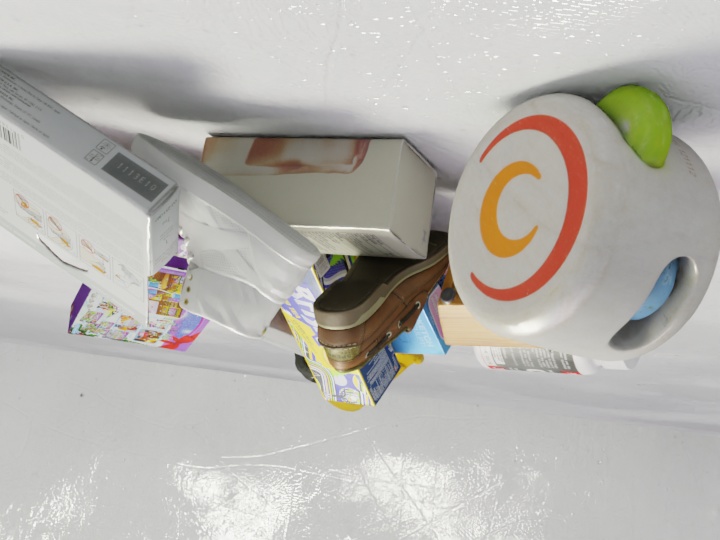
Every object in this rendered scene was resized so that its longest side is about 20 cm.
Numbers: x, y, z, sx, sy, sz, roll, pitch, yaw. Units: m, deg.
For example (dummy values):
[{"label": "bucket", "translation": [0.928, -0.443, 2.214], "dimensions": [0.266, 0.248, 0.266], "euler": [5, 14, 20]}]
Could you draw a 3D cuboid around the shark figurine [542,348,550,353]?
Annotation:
[{"label": "shark figurine", "translation": [0.154, 0.003, 1.289], "dimensions": [0.089, 0.129, 0.215], "euler": [-14, -164, 0]}]

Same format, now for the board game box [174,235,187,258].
[{"label": "board game box", "translation": [-0.203, -0.063, 1.165], "dimensions": [0.199, 0.120, 0.032], "euler": [12, 130, -22]}]

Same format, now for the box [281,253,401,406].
[{"label": "box", "translation": [-0.030, 0.046, 1.202], "dimensions": [0.070, 0.064, 0.201], "euler": [4, 131, 34]}]

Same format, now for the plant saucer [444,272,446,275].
[{"label": "plant saucer", "translation": [0.028, -0.014, 1.380], "dimensions": [0.200, 0.051, 0.201], "euler": [7, 168, 2]}]

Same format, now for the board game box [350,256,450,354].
[{"label": "board game box", "translation": [0.000, 0.000, 1.218], "dimensions": [0.153, 0.040, 0.200], "euler": [-1, 129, 38]}]

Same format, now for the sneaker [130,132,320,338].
[{"label": "sneaker", "translation": [-0.143, -0.025, 1.013], "dimensions": [0.200, 0.116, 0.074], "euler": [37, -166, 16]}]

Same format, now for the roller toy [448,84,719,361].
[{"label": "roller toy", "translation": [0.167, -0.028, 0.874], "dimensions": [0.139, 0.183, 0.200], "euler": [14, 167, -32]}]

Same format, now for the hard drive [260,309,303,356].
[{"label": "hard drive", "translation": [-0.072, 0.057, 1.341], "dimensions": [0.200, 0.027, 0.132], "euler": [25, -161, -41]}]

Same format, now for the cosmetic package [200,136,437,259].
[{"label": "cosmetic package", "translation": [-0.042, -0.067, 1.070], "dimensions": [0.199, 0.088, 0.103], "euler": [4, 167, 22]}]

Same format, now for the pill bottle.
[{"label": "pill bottle", "translation": [0.254, 0.075, 1.503], "dimensions": [0.199, 0.114, 0.114], "euler": [1, 167, 31]}]

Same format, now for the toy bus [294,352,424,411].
[{"label": "toy bus", "translation": [0.001, 0.055, 1.532], "dimensions": [0.192, 0.200, 0.136], "euler": [-34, 155, 15]}]

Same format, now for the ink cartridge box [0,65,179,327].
[{"label": "ink cartridge box", "translation": [-0.244, -0.060, 0.995], "dimensions": [0.200, 0.044, 0.174], "euler": [33, 148, 12]}]

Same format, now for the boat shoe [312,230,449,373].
[{"label": "boat shoe", "translation": [0.023, 0.025, 1.084], "dimensions": [0.072, 0.068, 0.200], "euler": [9, -150, 36]}]

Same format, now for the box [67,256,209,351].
[{"label": "box", "translation": [-0.221, 0.024, 1.235], "dimensions": [0.136, 0.039, 0.200], "euler": [12, 150, -22]}]

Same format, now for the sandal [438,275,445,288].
[{"label": "sandal", "translation": [0.032, 0.036, 1.315], "dimensions": [0.199, 0.080, 0.087], "euler": [-4, 160, 40]}]

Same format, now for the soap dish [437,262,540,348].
[{"label": "soap dish", "translation": [0.172, -0.006, 1.088], "dimensions": [0.199, 0.158, 0.081], "euler": [-2, 149, 40]}]
